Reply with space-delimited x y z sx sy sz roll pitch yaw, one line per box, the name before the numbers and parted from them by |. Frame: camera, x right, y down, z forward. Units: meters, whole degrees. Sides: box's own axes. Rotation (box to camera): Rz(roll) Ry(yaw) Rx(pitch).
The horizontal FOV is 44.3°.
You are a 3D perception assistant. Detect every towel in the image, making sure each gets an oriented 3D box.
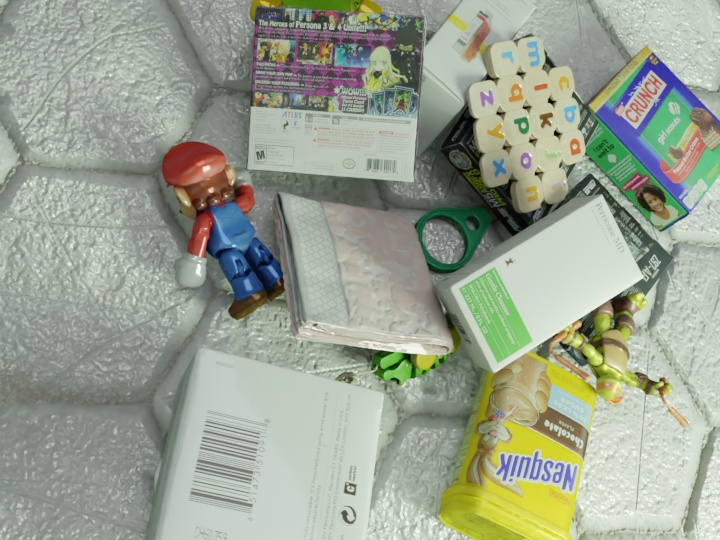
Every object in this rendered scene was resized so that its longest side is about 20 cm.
towel | 0.000 0.000 0.985 0.187 0.032 0.203 9 45 -26

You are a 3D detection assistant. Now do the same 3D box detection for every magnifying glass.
magnifying glass | 0.146 -0.061 1.123 0.198 0.022 0.080 -30 82 -26

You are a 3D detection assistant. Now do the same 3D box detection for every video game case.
video game case | -0.028 -0.199 1.007 0.195 0.036 0.186 4 96 6

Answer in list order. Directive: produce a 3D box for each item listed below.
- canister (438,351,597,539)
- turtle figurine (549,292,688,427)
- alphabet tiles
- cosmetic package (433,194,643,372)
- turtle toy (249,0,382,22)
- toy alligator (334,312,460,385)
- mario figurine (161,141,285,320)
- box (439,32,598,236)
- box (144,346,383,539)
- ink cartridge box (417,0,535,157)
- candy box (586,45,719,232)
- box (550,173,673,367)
canister | 0.181 0.204 0.992 0.146 0.087 0.203 26 61 -10
turtle figurine | 0.301 0.094 1.037 0.197 0.065 0.164 27 53 -11
alphabet tiles | 0.203 -0.177 1.077 0.193 0.014 0.205 -19 100 -37
cosmetic package | 0.193 0.012 0.972 0.198 0.085 0.109 -32 94 -6
turtle toy | -0.053 -0.316 1.103 0.144 0.101 0.202 30 61 -7
toy alligator | 0.053 0.102 1.005 0.198 0.059 0.055 -29 121 -28
mario figurine | -0.159 -0.047 0.985 0.105 0.123 0.203 -30 88 14
box | 0.207 -0.171 1.125 0.160 0.044 0.202 44 64 -22
box | -0.095 0.207 0.861 0.196 0.131 0.203 15 64 -15
ink cartridge box | 0.117 -0.261 1.121 0.083 0.145 0.201 39 62 -3
candy box | 0.409 -0.186 1.238 0.200 0.077 0.169 45 62 3
box | 0.291 -0.005 1.139 0.160 0.044 0.200 45 61 1
